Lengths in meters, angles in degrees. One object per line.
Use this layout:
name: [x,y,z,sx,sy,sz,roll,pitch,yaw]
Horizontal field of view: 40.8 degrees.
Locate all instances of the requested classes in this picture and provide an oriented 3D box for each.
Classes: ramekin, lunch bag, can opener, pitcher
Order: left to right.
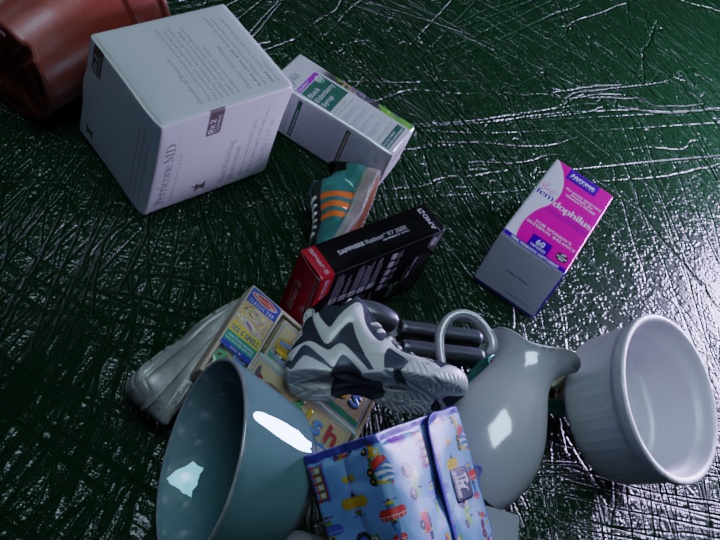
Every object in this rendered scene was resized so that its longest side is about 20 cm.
can opener: [0.064,0.082,1.187,0.199,0.067,0.053,11,57,-20]
lunch bag: [0.059,0.222,0.940,0.199,0.094,0.152,-7,76,-53]
pitcher: [0.137,0.155,1.099,0.171,0.121,0.201,26,69,9]
ramekin: [0.335,0.161,1.166,0.199,0.097,0.202,17,64,-38]

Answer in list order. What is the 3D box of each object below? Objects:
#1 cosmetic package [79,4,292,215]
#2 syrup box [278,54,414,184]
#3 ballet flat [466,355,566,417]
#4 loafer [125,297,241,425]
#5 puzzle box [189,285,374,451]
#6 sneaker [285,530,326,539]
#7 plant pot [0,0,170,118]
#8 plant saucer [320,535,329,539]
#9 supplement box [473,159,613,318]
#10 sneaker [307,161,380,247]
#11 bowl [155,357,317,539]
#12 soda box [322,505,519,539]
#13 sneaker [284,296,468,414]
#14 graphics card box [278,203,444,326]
cosmetic package: [-0.225,-0.207,1.228,0.199,0.165,0.165,-26,67,-35]
syrup box: [-0.035,-0.209,1.364,0.199,0.082,0.079,34,47,4]
ballet flat: [0.229,0.140,1.201,0.198,0.071,0.068,7,50,-18]
loafer: [-0.174,0.097,1.078,0.070,0.070,0.200,51,49,-2]
puzzle box: [-0.078,0.127,1.073,0.200,0.025,0.133,41,46,-14]
sneaker: [-0.079,0.335,0.925,0.099,0.078,0.201,19,39,2]
plant pot: [-0.381,-0.308,1.240,0.200,0.201,0.195,37,57,9]
plant saucer: [0.015,0.344,0.914,0.200,0.032,0.202,32,44,-37]
supplement box: [0.255,-0.047,1.342,0.101,0.104,0.200,34,47,8]
sneaker: [-0.040,-0.068,1.265,0.079,0.072,0.201,17,48,9]
bowl: [-0.114,0.195,0.949,0.104,0.201,0.202,19,47,-27]
soda box: [0.065,0.274,1.027,0.199,0.068,0.064,18,49,-8]
sneaker: [0.020,0.083,1.074,0.197,0.080,0.130,1,48,4]
graphics card box: [0.000,0.000,1.182,0.199,0.126,0.051,-22,63,-33]
